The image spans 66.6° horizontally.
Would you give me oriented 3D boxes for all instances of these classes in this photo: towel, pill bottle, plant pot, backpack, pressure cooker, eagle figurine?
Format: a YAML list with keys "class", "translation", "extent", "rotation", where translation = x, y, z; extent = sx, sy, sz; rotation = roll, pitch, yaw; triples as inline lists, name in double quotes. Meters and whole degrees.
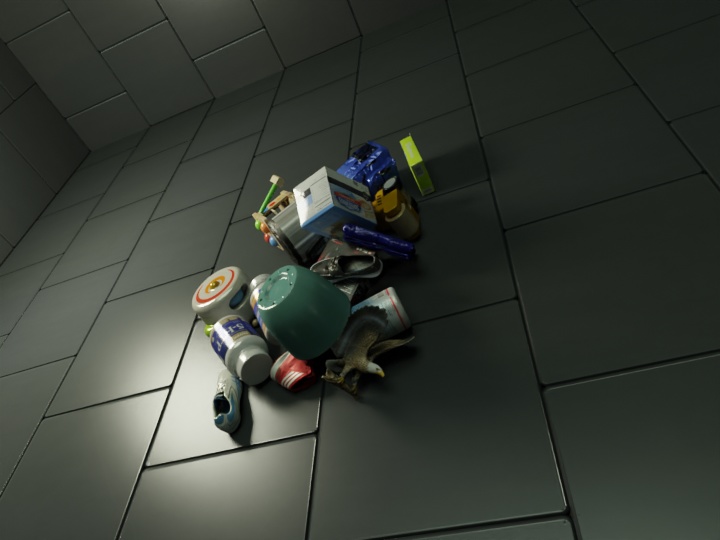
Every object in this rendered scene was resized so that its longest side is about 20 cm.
- class: "towel"
  translation: [0.052, -0.071, 1.483]
  extent: [0.197, 0.148, 0.050]
  rotation: [19, 87, 10]
- class: "pill bottle"
  translation: [0.016, 0.132, 1.339]
  extent: [0.198, 0.109, 0.109]
  rotation: [-27, 37, 3]
- class: "plant pot"
  translation: [-0.148, 0.085, 1.307]
  extent: [0.199, 0.161, 0.202]
  rotation: [-27, 38, 24]
- class: "backpack"
  translation: [0.020, -0.298, 1.784]
  extent: [0.199, 0.164, 0.167]
  rotation: [-39, 42, -15]
- class: "pressure cooker"
  translation: [-0.167, -0.139, 1.708]
  extent: [0.199, 0.180, 0.176]
  rotation: [-39, 33, -11]
- class: "eagle figurine"
  translation: [0.014, 0.190, 1.252]
  extent: [0.150, 0.152, 0.201]
  rotation: [31, 80, 10]
- class: "pill bottle"
  translation: [-0.313, 0.212, 1.452]
  extent: [0.119, 0.120, 0.199]
  rotation: [-40, 39, -14]
- class: "pill bottle"
  translation: [-0.240, 0.101, 1.516]
  extent: [0.111, 0.113, 0.200]
  rotation: [-33, 47, -5]

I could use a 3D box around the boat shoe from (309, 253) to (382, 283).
- class: "boat shoe"
  translation: [-0.044, -0.010, 1.404]
  extent: [0.197, 0.066, 0.071]
  rotation: [-1, 65, 17]

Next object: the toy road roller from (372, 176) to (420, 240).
- class: "toy road roller"
  translation: [0.088, -0.165, 1.630]
  extent: [0.145, 0.123, 0.201]
  rotation: [-31, 34, 22]

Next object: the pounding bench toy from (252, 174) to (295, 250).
- class: "pounding bench toy"
  translation: [-0.281, -0.193, 1.813]
  extent: [0.156, 0.201, 0.124]
  rotation: [-40, 29, -15]

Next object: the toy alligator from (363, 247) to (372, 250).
- class: "toy alligator"
  translation: [0.000, 0.000, 1.553]
  extent: [0.054, 0.059, 0.201]
  rotation: [31, 68, 2]

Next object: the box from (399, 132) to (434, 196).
- class: "box"
  translation: [0.180, -0.344, 1.764]
  extent: [0.047, 0.123, 0.201]
  rotation: [-23, 37, 9]

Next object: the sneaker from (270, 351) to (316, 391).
- class: "sneaker"
  translation: [-0.127, 0.218, 1.378]
  extent: [0.115, 0.078, 0.201]
  rotation: [26, 75, 38]

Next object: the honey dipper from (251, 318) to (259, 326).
- class: "honey dipper"
  translation: [-0.240, 0.095, 1.612]
  extent: [0.200, 0.038, 0.038]
  rotation: [-44, 39, -11]

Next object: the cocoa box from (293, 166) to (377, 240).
- class: "cocoa box"
  translation: [-0.069, -0.179, 1.554]
  extent: [0.133, 0.199, 0.133]
  rotation: [-29, 62, 30]

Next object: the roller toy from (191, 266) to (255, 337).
- class: "roller toy"
  translation: [-0.398, 0.084, 1.623]
  extent: [0.181, 0.140, 0.201]
  rotation: [-30, 32, 4]

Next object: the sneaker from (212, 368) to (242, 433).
- class: "sneaker"
  translation: [-0.342, 0.318, 1.390]
  extent: [0.071, 0.073, 0.201]
  rotation: [-28, 36, 4]

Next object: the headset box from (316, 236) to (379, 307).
- class: "headset box"
  translation: [-0.054, 0.029, 1.471]
  extent: [0.147, 0.075, 0.202]
  rotation: [21, 74, 26]
